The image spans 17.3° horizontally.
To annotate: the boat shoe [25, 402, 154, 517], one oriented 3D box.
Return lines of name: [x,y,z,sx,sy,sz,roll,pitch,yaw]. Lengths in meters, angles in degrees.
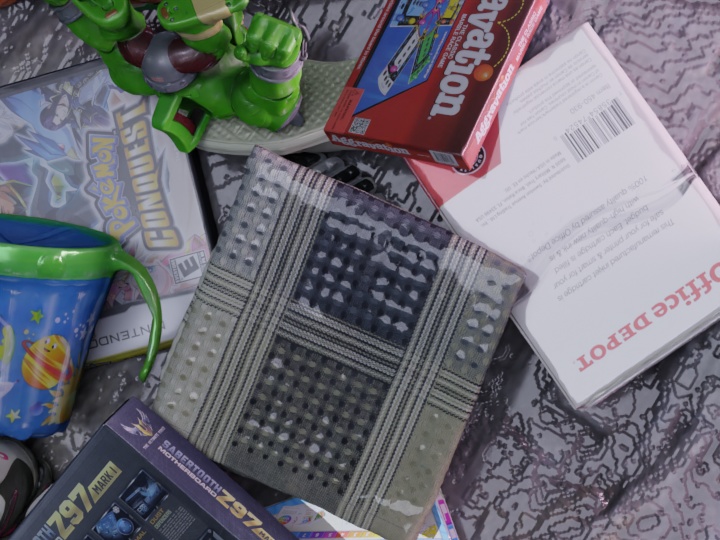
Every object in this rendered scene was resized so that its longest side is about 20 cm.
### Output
boat shoe: [-0.129,0.128,1.542,0.200,0.074,0.060,-38,69,9]

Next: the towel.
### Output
towel: [-0.017,0.049,1.469,0.192,0.035,0.200,24,101,6]

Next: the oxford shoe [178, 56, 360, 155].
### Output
oxford shoe: [-0.021,-0.104,1.547,0.200,0.058,0.075,-8,61,12]

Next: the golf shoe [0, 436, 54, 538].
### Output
golf shoe: [-0.287,0.191,1.566,0.077,0.088,0.200,35,95,9]

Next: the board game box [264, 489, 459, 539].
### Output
board game box: [-0.029,0.213,1.544,0.200,0.034,0.135,-20,83,9]

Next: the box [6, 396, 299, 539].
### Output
box: [-0.147,0.201,1.496,0.158,0.051,0.200,40,116,0]

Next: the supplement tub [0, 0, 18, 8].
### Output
supplement tub: [-0.283,-0.274,1.572,0.122,0.123,0.200,-16,83,9]

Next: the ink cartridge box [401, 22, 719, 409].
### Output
ink cartridge box: [0.144,-0.031,1.500,0.147,0.083,0.200,-35,81,7]

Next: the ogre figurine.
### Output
ogre figurine: [-0.114,-0.141,1.494,0.200,0.120,0.098,-2,59,17]

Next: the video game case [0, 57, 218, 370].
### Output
video game case: [-0.191,-0.035,1.591,0.181,0.026,0.200,-15,85,9]

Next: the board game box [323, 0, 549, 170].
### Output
board game box: [0.062,-0.158,1.500,0.103,0.019,0.200,13,65,30]

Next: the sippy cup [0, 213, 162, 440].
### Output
sippy cup: [-0.228,0.037,1.522,0.178,0.140,0.130,13,101,35]

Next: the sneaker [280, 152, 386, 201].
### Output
sneaker: [0.000,0.000,1.533,0.200,0.075,0.081,45,140,23]

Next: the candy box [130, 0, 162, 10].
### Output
candy box: [-0.082,-0.269,1.558,0.200,0.077,0.169,-6,85,11]
